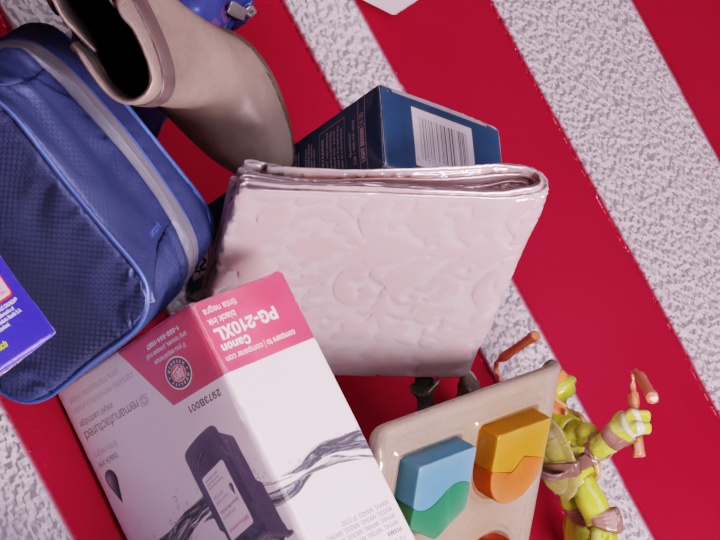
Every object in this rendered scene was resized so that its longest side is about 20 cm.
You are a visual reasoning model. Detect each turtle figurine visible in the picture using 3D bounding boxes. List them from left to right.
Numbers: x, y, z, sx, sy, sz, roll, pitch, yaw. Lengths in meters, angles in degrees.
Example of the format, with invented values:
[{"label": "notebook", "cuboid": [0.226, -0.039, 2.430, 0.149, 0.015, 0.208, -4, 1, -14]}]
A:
[{"label": "turtle figurine", "cuboid": [0.145, 0.129, 1.869, 0.064, 0.200, 0.162, -25, 104, -26]}]

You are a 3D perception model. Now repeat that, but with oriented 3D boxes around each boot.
[{"label": "boot", "cuboid": [-0.116, -0.119, 1.657, 0.200, 0.070, 0.146, 50, 14, -6]}]

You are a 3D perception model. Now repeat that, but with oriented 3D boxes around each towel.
[{"label": "towel", "cuboid": [0.000, 0.000, 1.724, 0.190, 0.200, 0.032, 2, 55, -13]}]

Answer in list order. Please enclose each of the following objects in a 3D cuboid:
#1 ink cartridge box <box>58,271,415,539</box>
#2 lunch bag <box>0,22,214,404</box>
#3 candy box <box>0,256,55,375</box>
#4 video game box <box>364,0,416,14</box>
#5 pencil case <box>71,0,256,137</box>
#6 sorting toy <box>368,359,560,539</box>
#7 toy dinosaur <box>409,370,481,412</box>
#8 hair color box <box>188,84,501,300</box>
[{"label": "ink cartridge box", "cuboid": [-0.070, 0.125, 1.665, 0.084, 0.145, 0.201, -21, 82, -45]}, {"label": "lunch bag", "cuboid": [-0.192, -0.043, 1.649, 0.200, 0.136, 0.132, 52, 27, -9]}, {"label": "candy box", "cuboid": [-0.280, 0.076, 1.456, 0.077, 0.200, 0.169, 55, 41, -1]}, {"label": "video game box", "cuboid": [-0.037, -0.299, 2.010, 0.199, 0.047, 0.183, 24, 51, -32]}, {"label": "pencil case", "cuboid": [-0.136, -0.136, 1.798, 0.086, 0.078, 0.200, 16, 43, 18]}, {"label": "sorting toy", "cuboid": [0.059, 0.163, 1.763, 0.200, 0.036, 0.186, -20, 126, -49]}, {"label": "toy dinosaur", "cuboid": [0.052, 0.135, 1.822, 0.200, 0.077, 0.102, -61, 143, -30]}, {"label": "hair color box", "cuboid": [-0.012, -0.036, 1.769, 0.100, 0.200, 0.061, 18, 54, -35]}]
